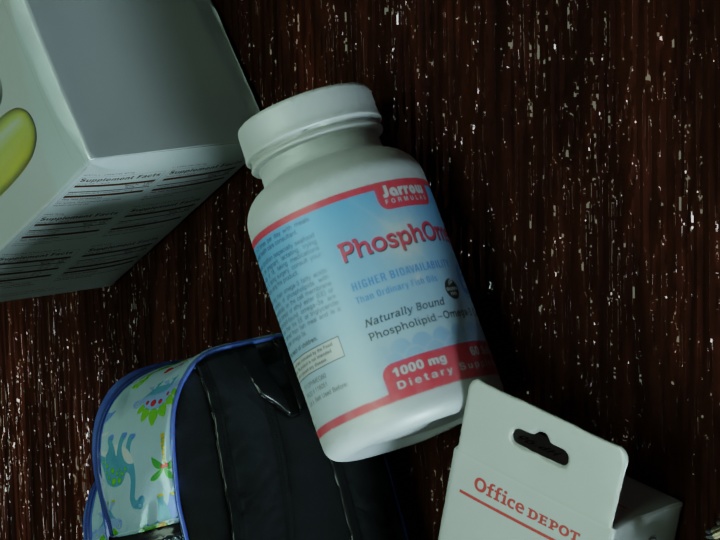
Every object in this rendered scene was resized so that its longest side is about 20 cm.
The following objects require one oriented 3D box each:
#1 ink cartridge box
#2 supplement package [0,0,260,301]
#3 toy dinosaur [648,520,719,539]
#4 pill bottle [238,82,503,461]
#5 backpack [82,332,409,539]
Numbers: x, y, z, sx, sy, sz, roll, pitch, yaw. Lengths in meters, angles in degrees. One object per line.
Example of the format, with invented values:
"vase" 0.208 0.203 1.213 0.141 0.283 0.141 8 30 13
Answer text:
"ink cartridge box" 0.104 0.164 1.210 0.116 0.068 0.200 24 113 38
"supplement package" -0.198 -0.109 1.412 0.200 0.147 0.191 -38 70 42
"toy dinosaur" 0.212 0.164 1.123 0.200 0.058 0.101 -23 99 46
"pill bottle" 0.000 0.000 1.259 0.109 0.109 0.200 -29 76 44
"backpack" -0.075 0.145 1.306 0.147 0.183 0.200 -16 82 45
